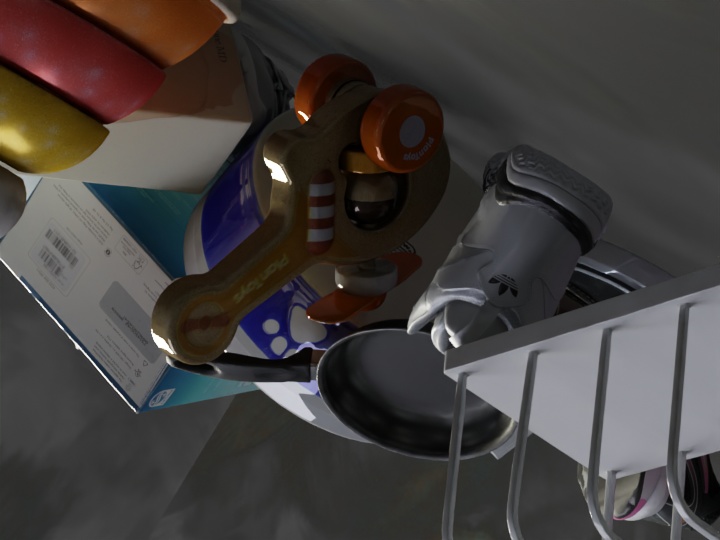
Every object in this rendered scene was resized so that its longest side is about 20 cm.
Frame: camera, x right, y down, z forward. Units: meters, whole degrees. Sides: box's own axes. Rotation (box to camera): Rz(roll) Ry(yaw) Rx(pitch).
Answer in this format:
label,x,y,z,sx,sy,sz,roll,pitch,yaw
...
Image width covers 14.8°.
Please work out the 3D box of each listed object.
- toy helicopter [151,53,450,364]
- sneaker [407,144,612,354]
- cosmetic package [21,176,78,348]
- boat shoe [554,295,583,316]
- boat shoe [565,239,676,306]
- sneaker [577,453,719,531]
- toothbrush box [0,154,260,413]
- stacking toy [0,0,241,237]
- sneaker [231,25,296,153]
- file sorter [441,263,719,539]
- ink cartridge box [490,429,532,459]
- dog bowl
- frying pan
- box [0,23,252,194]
label,x,y,z,sx,sy,sz,roll,pitch,yaw
toy helicopter,-0.029,-0.014,1.498,0.079,0.200,0.132,28,151,47
sneaker,0.077,-0.001,1.488,0.075,0.115,0.200,32,177,2
cosmetic package,-0.142,-0.050,1.864,0.200,0.052,0.151,-26,-85,-52
boat shoe,0.097,0.017,1.739,0.072,0.076,0.200,43,-170,-13
boat shoe,0.175,0.042,1.624,0.200,0.071,0.072,31,178,32
sneaker,0.174,0.089,1.708,0.086,0.080,0.200,25,-142,-25
toothbrush box,-0.104,-0.001,1.721,0.146,0.085,0.200,46,-153,20
stacking toy,-0.170,-0.104,1.473,0.146,0.200,0.146,32,177,2
sneaker,-0.067,-0.111,1.747,0.082,0.075,0.200,23,-171,-12
file sorter,0.153,0.096,1.348,0.200,0.125,0.139,-19,140,39
ink cartridge box,0.023,0.027,1.838,0.198,0.043,0.200,45,176,21
dog bowl,0.000,0.000,1.638,0.200,0.079,0.200,25,-140,-22
frying pan,-0.001,0.067,1.544,0.190,0.031,0.115,-5,137,27
box,-0.171,-0.109,1.589,0.200,0.078,0.095,4,-124,-30
